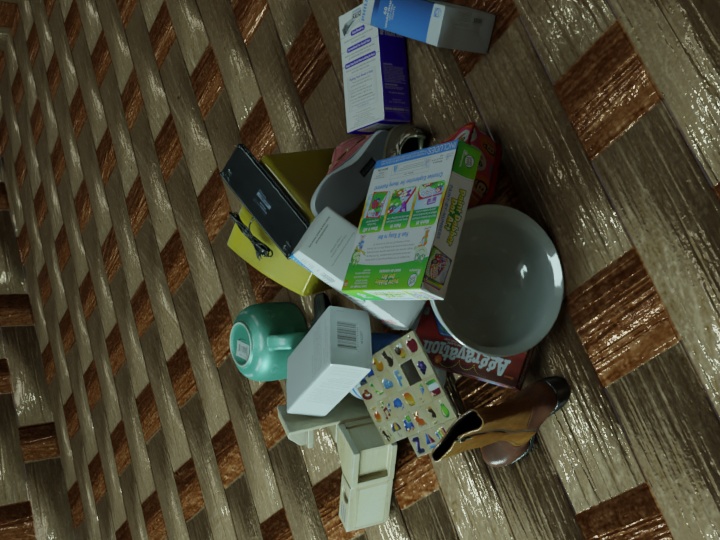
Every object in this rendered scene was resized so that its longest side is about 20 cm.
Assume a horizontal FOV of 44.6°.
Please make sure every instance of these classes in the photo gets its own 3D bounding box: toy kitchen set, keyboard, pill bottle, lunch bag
[{"bbox_3d":[-0.055,0.314,1.510,0.200,0.161,0.183,-126,34,-52],"label":"toy kitchen set"},{"bbox_3d":[-0.167,-0.100,1.453,0.201,0.021,0.127,51,124,16],"label":"keyboard"},{"bbox_3d":[0.037,0.158,1.425,0.199,0.111,0.114,1,92,53],"label":"pill bottle"},{"bbox_3d":[0.113,-0.122,1.281,0.199,0.082,0.177,-35,27,41],"label":"lunch bag"}]

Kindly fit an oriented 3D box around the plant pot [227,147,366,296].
[{"bbox_3d":[-0.080,-0.074,1.521,0.177,0.198,0.201,47,129,27],"label":"plant pot"}]

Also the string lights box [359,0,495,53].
[{"bbox_3d":[0.097,-0.380,1.321,0.199,0.102,0.060,34,119,48],"label":"string lights box"}]

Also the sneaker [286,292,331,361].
[{"bbox_3d":[-0.093,0.149,1.609,0.103,0.060,0.203,-12,83,12],"label":"sneaker"}]

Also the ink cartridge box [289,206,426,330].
[{"bbox_3d":[0.000,0.000,1.323,0.085,0.199,0.145,-55,7,-7],"label":"ink cartridge box"}]

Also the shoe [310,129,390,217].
[{"bbox_3d":[-0.025,-0.155,1.454,0.072,0.200,0.091,51,156,-23],"label":"shoe"}]

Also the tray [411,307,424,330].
[{"bbox_3d":[0.116,0.048,1.386,0.199,0.022,0.109,16,104,53],"label":"tray"}]

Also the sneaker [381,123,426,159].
[{"bbox_3d":[0.063,-0.132,1.400,0.075,0.070,0.203,-159,73,-64],"label":"sneaker"}]

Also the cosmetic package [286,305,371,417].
[{"bbox_3d":[-0.053,0.148,1.390,0.200,0.073,0.103,128,146,-53],"label":"cosmetic package"}]

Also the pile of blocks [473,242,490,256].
[{"bbox_3d":[0.136,-0.034,1.333,0.200,0.082,0.063,31,152,57],"label":"pile of blocks"}]

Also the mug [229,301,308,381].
[{"bbox_3d":[-0.182,0.132,1.721,0.186,0.113,0.153,-53,51,41],"label":"mug"}]

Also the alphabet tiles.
[{"bbox_3d":[0.066,0.194,1.303,0.200,0.007,0.169,-37,78,54],"label":"alphabet tiles"}]

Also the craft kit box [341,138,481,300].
[{"bbox_3d":[0.063,-0.060,1.161,0.199,0.048,0.200,-3,66,59],"label":"craft kit box"}]

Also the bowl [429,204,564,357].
[{"bbox_3d":[0.168,0.018,1.191,0.090,0.198,0.204,155,109,-70],"label":"bowl"}]

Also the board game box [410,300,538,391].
[{"bbox_3d":[0.161,0.101,1.267,0.198,0.019,0.104,10,76,43],"label":"board game box"}]

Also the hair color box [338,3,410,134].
[{"bbox_3d":[0.023,-0.337,1.459,0.109,0.064,0.203,-7,88,54],"label":"hair color box"}]

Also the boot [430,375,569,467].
[{"bbox_3d":[0.170,0.227,1.167,0.069,0.198,0.189,58,134,19],"label":"boot"}]
